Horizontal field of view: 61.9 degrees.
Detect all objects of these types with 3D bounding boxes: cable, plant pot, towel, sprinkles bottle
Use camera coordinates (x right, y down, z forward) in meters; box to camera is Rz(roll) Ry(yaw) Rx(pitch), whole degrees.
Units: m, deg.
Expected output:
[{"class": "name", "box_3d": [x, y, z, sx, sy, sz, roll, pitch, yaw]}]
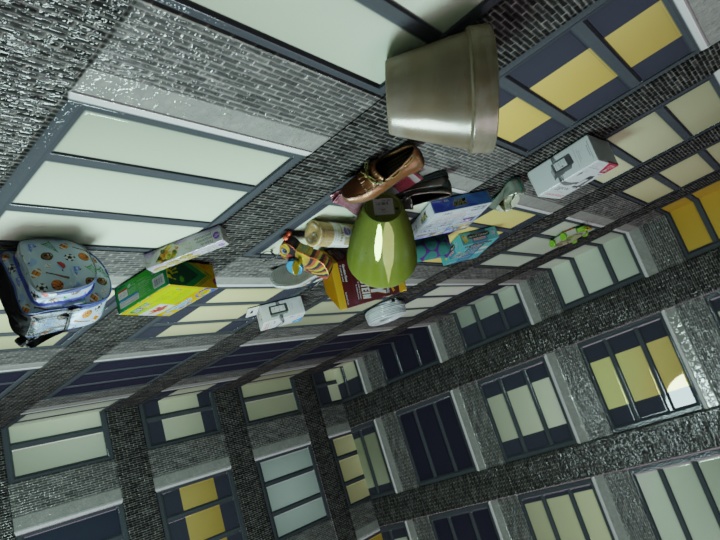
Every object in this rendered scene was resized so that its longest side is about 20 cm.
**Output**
[{"class": "cable", "box_3d": [0.120, 0.200, 2.809, 0.198, 0.070, 0.199, -26, 163, 22]}, {"class": "plant pot", "box_3d": [0.128, -0.289, 0.981, 0.170, 0.204, 0.200, -3, 166, 6]}, {"class": "towel", "box_3d": [0.041, -0.195, 1.441, 0.198, 0.023, 0.143, -26, 160, 22]}, {"class": "plant pot", "box_3d": [0.053, -0.091, 1.481, 0.184, 0.189, 0.201, -16, 146, -9]}, {"class": "sprinkles bottle", "box_3d": [-0.058, -0.094, 1.597, 0.068, 0.069, 0.198, -30, 161, 37]}]

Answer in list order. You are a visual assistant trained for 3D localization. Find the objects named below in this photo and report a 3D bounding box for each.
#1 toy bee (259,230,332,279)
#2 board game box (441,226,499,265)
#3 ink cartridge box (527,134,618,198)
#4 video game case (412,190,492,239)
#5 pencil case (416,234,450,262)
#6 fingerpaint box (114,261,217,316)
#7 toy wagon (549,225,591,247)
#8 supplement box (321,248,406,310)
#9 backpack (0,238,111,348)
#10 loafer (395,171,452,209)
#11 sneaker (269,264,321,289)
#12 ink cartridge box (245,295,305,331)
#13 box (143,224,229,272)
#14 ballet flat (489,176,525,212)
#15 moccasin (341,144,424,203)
[{"class": "toy bee", "box_3d": [-0.169, -0.044, 1.559, 0.196, 0.132, 0.110, 0, 135, -4]}, {"class": "board game box", "box_3d": [0.394, -0.088, 2.196, 0.148, 0.048, 0.200, -14, 163, -18]}, {"class": "ink cartridge box", "box_3d": [0.596, -0.285, 1.693, 0.144, 0.085, 0.199, -3, 158, -45]}, {"class": "video game case", "box_3d": [0.263, -0.163, 1.786, 0.197, 0.046, 0.182, -13, 162, -21]}, {"class": "pencil case", "box_3d": [0.200, -0.067, 1.964, 0.197, 0.086, 0.093, -10, 147, -27]}, {"class": "fingerpaint box", "box_3d": [-0.498, 0.047, 1.542, 0.198, 0.075, 0.166, -27, 162, 27]}, {"class": "toy wagon", "box_3d": [0.924, -0.153, 2.623, 0.153, 0.040, 0.200, -10, 161, -31]}, {"class": "supplement box", "box_3d": [0.000, 0.000, 1.716, 0.196, 0.135, 0.197, -16, -165, -12]}, {"class": "backpack", "box_3d": [-0.596, 0.027, 1.186, 0.154, 0.202, 0.189, -43, 157, 30]}, {"class": "loafer", "box_3d": [0.136, -0.187, 1.520, 0.197, 0.064, 0.072, -22, 162, 10]}, {"class": "sneaker", "box_3d": [-0.179, 0.018, 1.815, 0.197, 0.080, 0.080, -16, 159, -19]}, {"class": "ink cartridge box", "box_3d": [-0.308, 0.160, 2.166, 0.196, 0.069, 0.116, -13, 163, -19]}, {"class": "box", "box_3d": [-0.404, -0.049, 1.392, 0.197, 0.039, 0.041, -20, 166, 4]}, {"class": "ballet flat", "box_3d": [0.437, -0.210, 1.800, 0.066, 0.065, 0.200, -15, 164, -12]}, {"class": "moccasin", "box_3d": [0.043, -0.211, 1.313, 0.198, 0.075, 0.078, -21, 154, 20]}]
